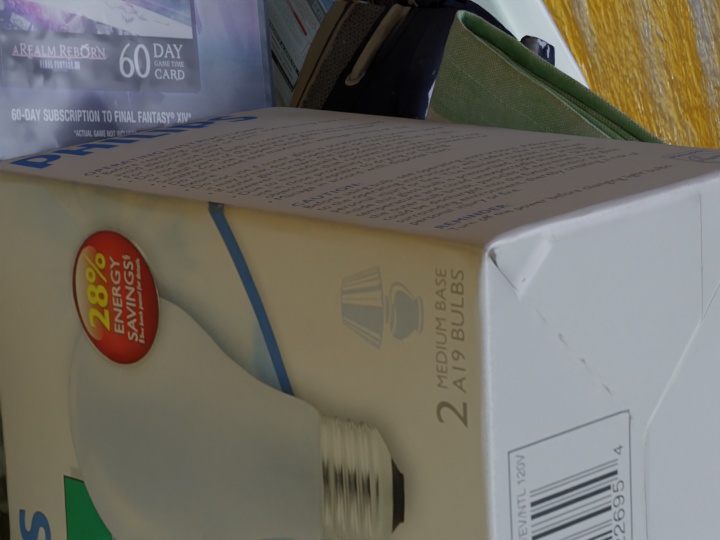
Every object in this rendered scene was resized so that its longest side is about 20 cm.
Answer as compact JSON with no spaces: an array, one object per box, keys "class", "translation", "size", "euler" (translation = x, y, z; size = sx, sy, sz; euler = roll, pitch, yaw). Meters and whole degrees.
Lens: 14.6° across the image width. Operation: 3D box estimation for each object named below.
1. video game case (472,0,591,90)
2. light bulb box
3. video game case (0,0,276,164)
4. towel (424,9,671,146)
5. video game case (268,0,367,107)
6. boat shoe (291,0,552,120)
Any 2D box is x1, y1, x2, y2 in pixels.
[{"class":"video game case","translation":[0.012,-0.147,0.999],"size":[0.200,0.018,0.143],"euler":[58,-5,-25]},{"class":"light bulb box","translation":[0.005,0.064,0.782],"size":[0.124,0.199,0.199],"euler":[-14,106,-44]},{"class":"video game case","translation":[-0.085,-0.114,0.845],"size":[0.142,0.019,0.201],"euler":[-2,87,-48]},{"class":"towel","translation":[0.053,0.047,0.833],"size":[0.023,0.152,0.201],"euler":[-16,132,-42]},{"class":"video game case","translation":[-0.002,-0.076,1.061],"size":[0.144,0.018,0.200],"euler":[60,23,-17]},{"class":"boat shoe","translation":[0.000,0.000,0.915],"size":[0.093,0.074,0.201],"euler":[14,-92,67]}]
